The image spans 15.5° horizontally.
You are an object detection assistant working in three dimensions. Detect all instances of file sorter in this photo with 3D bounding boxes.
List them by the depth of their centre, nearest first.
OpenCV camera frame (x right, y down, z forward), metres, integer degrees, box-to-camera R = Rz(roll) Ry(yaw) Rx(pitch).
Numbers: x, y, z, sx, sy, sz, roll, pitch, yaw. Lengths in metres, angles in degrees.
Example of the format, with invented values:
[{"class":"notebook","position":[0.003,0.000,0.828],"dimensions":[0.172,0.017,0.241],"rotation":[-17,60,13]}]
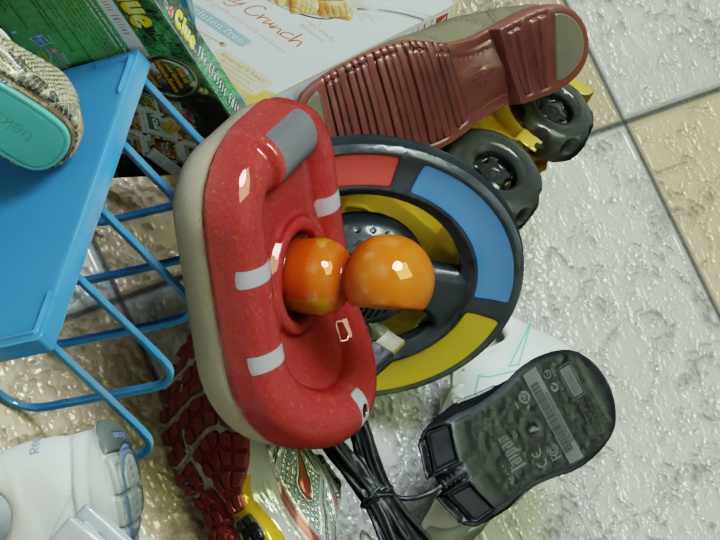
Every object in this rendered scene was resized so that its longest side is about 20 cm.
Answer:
[{"class":"file sorter","position":[-0.170,0.001,1.492],"dimensions":[0.123,0.138,0.201],"rotation":[47,44,-39]}]

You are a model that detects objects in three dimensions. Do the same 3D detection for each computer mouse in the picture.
[{"class":"computer mouse","position":[0.057,0.091,1.620],"dimensions":[0.200,0.046,0.141],"rotation":[-36,94,-30]}]

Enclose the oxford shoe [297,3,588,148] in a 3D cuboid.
[{"class":"oxford shoe","position":[0.042,-0.118,1.651],"dimensions":[0.199,0.075,0.071],"rotation":[-16,107,-22]}]

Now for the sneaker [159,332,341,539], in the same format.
[{"class":"sneaker","position":[-0.060,0.123,1.581],"dimensions":[0.082,0.078,0.201],"rotation":[-10,84,-46]}]

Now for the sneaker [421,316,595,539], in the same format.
[{"class":"sneaker","position":[0.078,0.106,1.709],"dimensions":[0.080,0.070,0.200],"rotation":[36,46,1]}]

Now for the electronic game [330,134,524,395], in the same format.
[{"class":"electronic game","position":[0.000,0.000,1.602],"dimensions":[0.200,0.200,0.042],"rotation":[30,33,-24]}]

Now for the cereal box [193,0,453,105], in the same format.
[{"class":"cereal box","position":[-0.058,-0.156,1.677],"dimensions":[0.144,0.040,0.200],"rotation":[34,46,28]}]

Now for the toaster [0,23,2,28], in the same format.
[{"class":"toaster","position":[-0.305,-0.166,1.486],"dimensions":[0.181,0.119,0.200],"rotation":[48,48,-11]}]

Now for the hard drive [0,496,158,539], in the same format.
[{"class":"hard drive","position":[-0.173,0.197,1.477],"dimensions":[0.199,0.026,0.132],"rotation":[22,56,-29]}]

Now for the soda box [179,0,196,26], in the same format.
[{"class":"soda box","position":[-0.150,-0.232,1.641],"dimensions":[0.068,0.064,0.201],"rotation":[-13,56,2]}]

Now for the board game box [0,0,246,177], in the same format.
[{"class":"board game box","position":[-0.135,-0.117,1.513],"dimensions":[0.200,0.104,0.024],"rotation":[58,38,-53]}]

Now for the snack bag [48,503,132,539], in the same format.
[{"class":"snack bag","position":[-0.133,0.250,1.389],"dimensions":[0.200,0.189,0.021],"rotation":[42,11,-11]}]

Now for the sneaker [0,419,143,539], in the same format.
[{"class":"sneaker","position":[-0.155,0.180,1.426],"dimensions":[0.075,0.087,0.201],"rotation":[-59,143,-80]}]

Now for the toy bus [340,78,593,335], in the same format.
[{"class":"toy bus","position":[0.031,-0.085,1.729],"dimensions":[0.192,0.136,0.200],"rotation":[38,46,3]}]

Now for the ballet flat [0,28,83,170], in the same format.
[{"class":"ballet flat","position":[-0.233,-0.124,1.409],"dimensions":[0.200,0.068,0.075],"rotation":[32,30,-30]}]

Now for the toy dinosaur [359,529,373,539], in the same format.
[{"class":"toy dinosaur","position":[0.078,0.235,1.651],"dimensions":[0.199,0.047,0.088],"rotation":[25,40,-27]}]

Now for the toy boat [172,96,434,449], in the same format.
[{"class":"toy boat","position":[-0.020,0.005,1.487],"dimensions":[0.131,0.130,0.201],"rotation":[-48,136,-53]}]
